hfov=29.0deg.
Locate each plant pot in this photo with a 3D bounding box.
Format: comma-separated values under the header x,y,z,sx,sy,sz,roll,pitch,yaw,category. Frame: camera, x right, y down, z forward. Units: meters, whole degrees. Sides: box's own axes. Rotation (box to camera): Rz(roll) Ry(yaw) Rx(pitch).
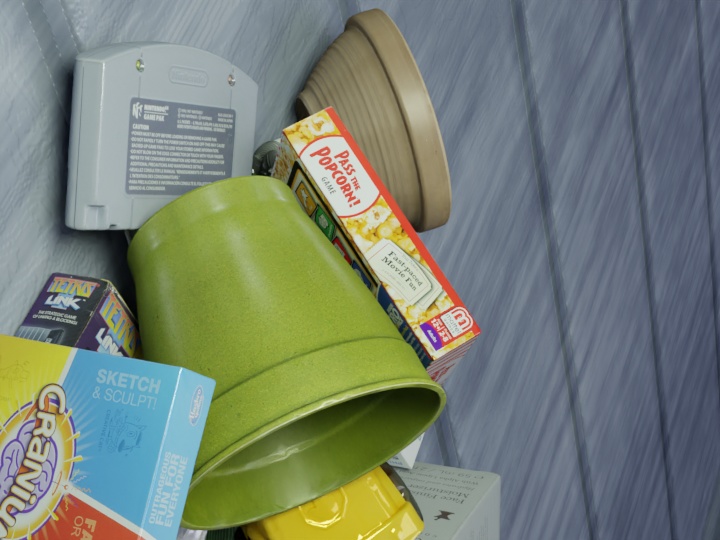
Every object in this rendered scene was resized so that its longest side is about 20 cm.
x,y,z,sx,sy,sz,roll,pitch,yaw,category
0.001,-0.121,1.224,0.201,0.092,0.202,161,-90,-80,plant pot
-0.071,0.047,0.968,0.200,0.200,0.194,24,36,-62,plant pot

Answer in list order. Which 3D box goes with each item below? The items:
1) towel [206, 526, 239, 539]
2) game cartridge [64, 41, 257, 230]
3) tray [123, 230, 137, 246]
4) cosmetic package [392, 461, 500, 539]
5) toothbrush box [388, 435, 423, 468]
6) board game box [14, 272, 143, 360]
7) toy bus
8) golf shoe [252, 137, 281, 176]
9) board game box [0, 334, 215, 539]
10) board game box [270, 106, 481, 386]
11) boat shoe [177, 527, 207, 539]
x,y,z,sx,sy,sz,roll,pitch,yaw,category
-0.114,0.265,1.218,0.152,0.023,0.202,-34,126,-57,towel
-0.141,-0.097,1.011,0.200,0.041,0.134,-4,104,-63,game cartridge
-0.153,-0.051,1.061,0.108,0.022,0.201,-53,141,-43,tray
0.030,0.294,1.338,0.200,0.163,0.167,-34,126,-64,cosmetic package
0.010,0.078,1.344,0.200,0.085,0.147,59,45,-50,toothbrush box
-0.194,0.129,0.989,0.166,0.056,0.201,-66,149,-33,board game box
-0.061,0.158,1.122,0.135,0.200,0.193,-33,98,-12,toy bus
-0.051,-0.020,1.211,0.094,0.077,0.202,-42,134,-52,golf shoe
-0.195,0.119,0.827,0.040,0.198,0.154,33,67,-61,board game box
0.000,0.000,1.044,0.046,0.201,0.152,-28,166,-21,board game box
-0.136,0.268,1.068,0.071,0.069,0.201,-65,173,-73,boat shoe
